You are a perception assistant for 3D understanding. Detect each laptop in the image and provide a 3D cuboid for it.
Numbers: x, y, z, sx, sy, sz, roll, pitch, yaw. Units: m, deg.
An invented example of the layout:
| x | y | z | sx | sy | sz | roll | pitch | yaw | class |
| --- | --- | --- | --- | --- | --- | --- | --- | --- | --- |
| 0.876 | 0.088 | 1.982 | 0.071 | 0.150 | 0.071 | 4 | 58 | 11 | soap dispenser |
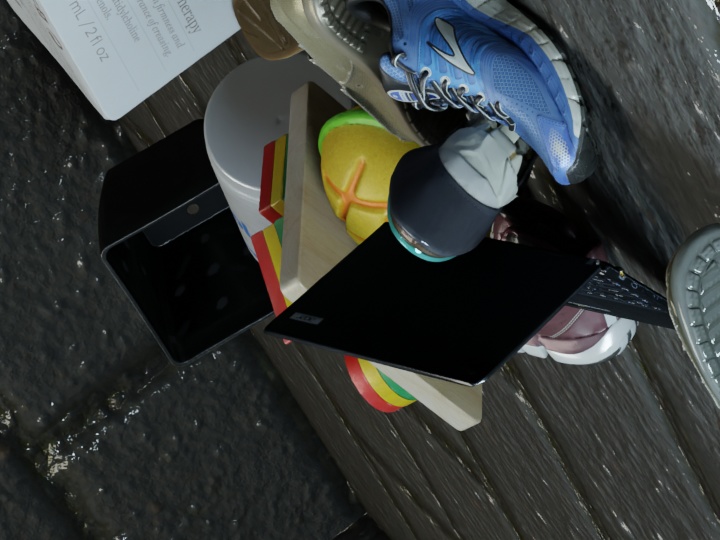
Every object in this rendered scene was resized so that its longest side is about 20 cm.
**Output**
| x | y | z | sx | sy | sz | roll | pitch | yaw | class |
| --- | --- | --- | --- | --- | --- | --- | --- | --- | --- |
| 0.080 | 0.036 | 1.550 | 0.177 | 0.104 | 0.200 | 13 | 170 | 43 | laptop |

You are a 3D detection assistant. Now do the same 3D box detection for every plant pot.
| x | y | z | sx | sy | sz | roll | pitch | yaw | class |
| --- | --- | --- | --- | --- | --- | --- | --- | --- | --- |
| -0.188 | -0.050 | 2.936 | 0.200 | 0.199 | 0.178 | 59 | -179 | -39 | plant pot |

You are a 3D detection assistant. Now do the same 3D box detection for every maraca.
| x | y | z | sx | sy | sz | roll | pitch | yaw | class |
| --- | --- | --- | --- | --- | --- | --- | --- | --- | --- |
| 0.054 | -0.044 | 1.804 | 0.200 | 0.107 | 0.137 | 42 | 154 | -20 | maraca |

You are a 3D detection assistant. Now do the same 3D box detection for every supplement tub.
| x | y | z | sx | sy | sz | roll | pitch | yaw | class |
| --- | --- | --- | --- | --- | --- | --- | --- | --- | --- |
| -0.052 | -0.083 | 2.163 | 0.132 | 0.132 | 0.200 | 50 | 172 | 24 | supplement tub |

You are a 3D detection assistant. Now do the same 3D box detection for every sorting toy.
| x | y | z | sx | sy | sz | roll | pitch | yaw | class |
| --- | --- | --- | --- | --- | --- | --- | --- | --- | --- |
| 0.000 | 0.000 | 1.885 | 0.200 | 0.069 | 0.200 | 39 | -143 | -33 | sorting toy |

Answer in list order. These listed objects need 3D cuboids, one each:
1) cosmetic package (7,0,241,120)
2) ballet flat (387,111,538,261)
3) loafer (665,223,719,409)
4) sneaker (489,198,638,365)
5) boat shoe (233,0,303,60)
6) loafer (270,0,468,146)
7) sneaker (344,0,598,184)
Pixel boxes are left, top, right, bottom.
| x | y | z | sx | sy | sz | roll | pitch | yaw | class |
| --- | --- | --- | --- | --- | --- | --- | --- | --- | --- |
| -0.161 | -0.253 | 1.801 | 0.166 | 0.199 | 0.168 | 48 | 171 | 37 | cosmetic package |
| 0.069 | -0.063 | 1.543 | 0.073 | 0.073 | 0.200 | 53 | -158 | -2 | ballet flat |
| 0.214 | 0.057 | 1.386 | 0.201 | 0.075 | 0.070 | 57 | 167 | -25 | loafer |
| 0.084 | -0.002 | 1.729 | 0.199 | 0.076 | 0.116 | 0 | 127 | 25 | sneaker |
| -0.011 | -0.185 | 1.728 | 0.200 | 0.065 | 0.073 | -5 | 115 | 60 | boat shoe |
| 0.011 | -0.143 | 1.614 | 0.068 | 0.076 | 0.200 | 23 | 165 | 40 | loafer |
| 0.062 | -0.113 | 1.496 | 0.200 | 0.089 | 0.079 | 49 | 172 | 31 | sneaker |
